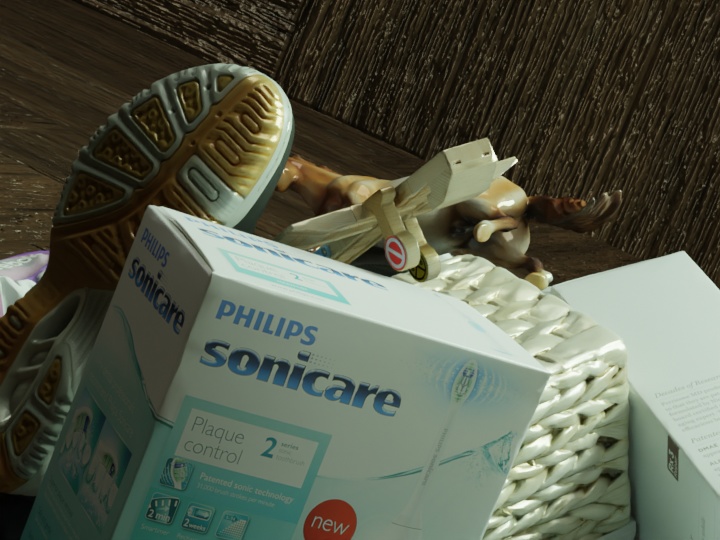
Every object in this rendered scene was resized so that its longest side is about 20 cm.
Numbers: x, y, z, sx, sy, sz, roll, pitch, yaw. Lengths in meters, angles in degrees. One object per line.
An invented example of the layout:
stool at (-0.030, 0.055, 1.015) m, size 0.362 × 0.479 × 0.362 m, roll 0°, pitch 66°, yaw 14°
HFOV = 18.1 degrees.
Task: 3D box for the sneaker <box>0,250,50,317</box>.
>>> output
sneaker at (-0.167, 0.032, 0.999) m, size 0.088 × 0.081 × 0.200 m, roll -1°, pitch 9°, yaw 36°

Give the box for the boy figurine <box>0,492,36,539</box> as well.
boy figurine at (-0.141, 0.098, 1.018) m, size 0.123 × 0.065 × 0.200 m, roll 14°, pitch 14°, yaw -12°

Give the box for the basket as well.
basket at (0.018, 0.087, 1.044) m, size 0.199 × 0.124 × 0.135 m, roll -19°, pitch 33°, yaw -34°

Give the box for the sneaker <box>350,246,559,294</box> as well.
sneaker at (0.068, 0.037, 1.213) m, size 0.199 × 0.074 × 0.079 m, roll 19°, pitch 19°, yaw 11°

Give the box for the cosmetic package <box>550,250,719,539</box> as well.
cosmetic package at (0.165, 0.092, 1.079) m, size 0.081 × 0.114 × 0.200 m, roll -15°, pitch 35°, yaw -17°

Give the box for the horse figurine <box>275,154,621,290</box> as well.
horse figurine at (0.034, -0.027, 1.180) m, size 0.198 × 0.050 × 0.133 m, roll 1°, pitch 17°, yaw 2°

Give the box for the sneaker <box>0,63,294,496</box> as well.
sneaker at (-0.082, 0.005, 0.905) m, size 0.087 × 0.200 × 0.076 m, roll 16°, pitch 27°, yaw -51°

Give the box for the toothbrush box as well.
toothbrush box at (-0.040, 0.096, 0.843) m, size 0.146 × 0.201 × 0.085 m, roll 18°, pitch 10°, yaw -27°

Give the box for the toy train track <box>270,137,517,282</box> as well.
toy train track at (0.000, 0.000, 0.933) m, size 0.114 × 0.033 × 0.200 m, roll -18°, pitch -10°, yaw -33°
